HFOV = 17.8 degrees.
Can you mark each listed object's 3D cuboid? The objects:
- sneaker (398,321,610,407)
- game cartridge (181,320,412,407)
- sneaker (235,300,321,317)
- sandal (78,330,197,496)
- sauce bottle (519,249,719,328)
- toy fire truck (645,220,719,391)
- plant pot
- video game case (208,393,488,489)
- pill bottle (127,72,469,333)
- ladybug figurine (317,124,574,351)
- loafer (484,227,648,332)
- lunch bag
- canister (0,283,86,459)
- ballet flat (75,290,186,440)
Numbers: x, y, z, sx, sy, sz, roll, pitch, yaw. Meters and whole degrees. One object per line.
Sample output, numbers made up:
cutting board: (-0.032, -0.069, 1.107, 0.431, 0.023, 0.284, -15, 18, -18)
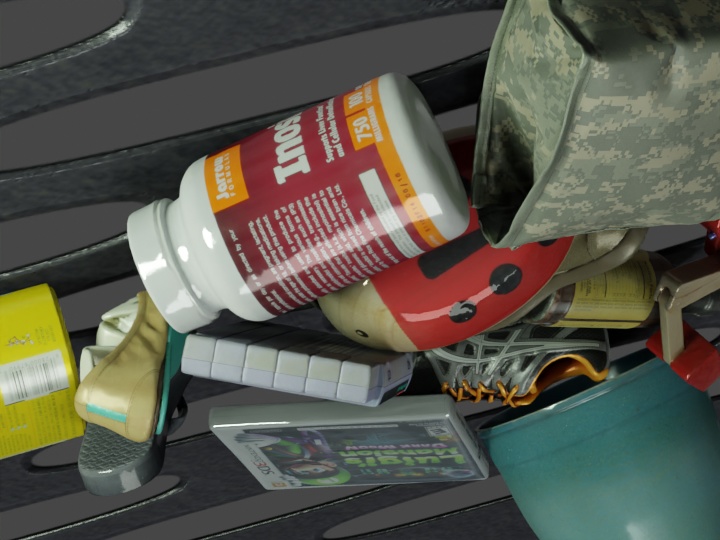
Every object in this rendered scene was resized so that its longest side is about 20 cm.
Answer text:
sneaker: (0.107, 0.075, 1.837, 0.199, 0.077, 0.078, -20, 157, 8)
game cartridge: (-0.037, 0.062, 1.548, 0.129, 0.039, 0.200, 14, -176, 9)
sneaker: (0.000, 0.000, 1.594, 0.199, 0.082, 0.077, -25, 155, 13)
sandal: (-0.156, 0.103, 1.607, 0.076, 0.200, 0.043, -11, 117, 16)
sauce bottle: (0.203, 0.014, 1.790, 0.199, 0.065, 0.065, 4, 148, -40)
toy fire truck: (0.266, -0.002, 1.732, 0.141, 0.049, 0.200, -44, 147, -3)
plant pot: (0.223, 0.179, 1.920, 0.199, 0.189, 0.200, -24, 179, -1)
video game case: (-0.006, 0.144, 1.895, 0.199, 0.023, 0.182, -4, 158, 12)
pill bottle: (-0.041, -0.037, 1.450, 0.199, 0.113, 0.113, -24, 155, 11)
ladybug figurine: (0.061, -0.020, 1.525, 0.200, 0.136, 0.072, -33, -170, 4)
loafer: (0.121, -0.018, 1.663, 0.067, 0.076, 0.200, 40, 133, -23)
lunch bag: (0.164, -0.101, 1.431, 0.163, 0.118, 0.200, -7, 139, -22)
canister: (-0.295, 0.088, 1.568, 0.199, 0.087, 0.149, -15, 154, -11)
ballet flat: (-0.151, 0.051, 1.530, 0.063, 0.069, 0.200, 9, -163, -1)
